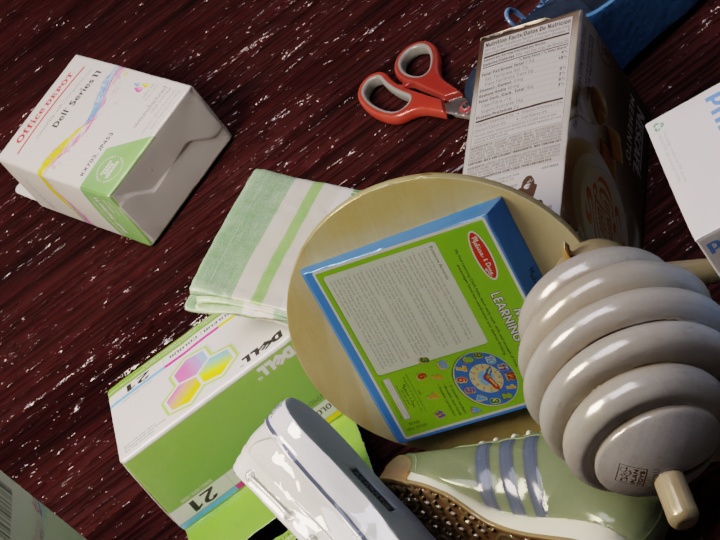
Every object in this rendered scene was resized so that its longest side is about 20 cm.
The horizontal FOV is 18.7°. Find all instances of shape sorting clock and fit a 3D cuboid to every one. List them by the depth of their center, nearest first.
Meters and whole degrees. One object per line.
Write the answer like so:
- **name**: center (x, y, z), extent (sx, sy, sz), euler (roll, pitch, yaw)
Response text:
- **shape sorting clock**: center (0.054, 0.028, 1.340), extent (0.199, 0.200, 0.039), euler (-19, 27, 23)

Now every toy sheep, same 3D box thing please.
- **toy sheep**: center (0.156, 0.059, 1.227), extent (0.138, 0.138, 0.200), euler (-31, 45, 12)

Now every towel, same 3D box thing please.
- **towel**: center (0.000, 0.000, 1.450), extent (0.199, 0.023, 0.153), euler (13, 40, 12)

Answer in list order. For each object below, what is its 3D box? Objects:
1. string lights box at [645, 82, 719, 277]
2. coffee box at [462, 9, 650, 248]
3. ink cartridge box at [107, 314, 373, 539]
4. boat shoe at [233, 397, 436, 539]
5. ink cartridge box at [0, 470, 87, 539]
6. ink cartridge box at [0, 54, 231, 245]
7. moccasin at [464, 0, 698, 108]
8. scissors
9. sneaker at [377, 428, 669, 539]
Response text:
- **string lights box**: center (0.238, -0.003, 1.223), extent (0.059, 0.200, 0.103), euler (-29, 41, 13)
- **coffee box**: center (0.128, -0.055, 1.425), extent (0.079, 0.114, 0.201), euler (-14, 45, 27)
- **ink cartridge box**: center (-0.080, 0.107, 1.436), extent (0.148, 0.076, 0.200), euler (-36, 25, 6)
- **boat shoe**: center (-0.008, 0.177, 1.314), extent (0.086, 0.075, 0.202), euler (-46, 75, 13)
- **ink cartridge box**: center (-0.242, 0.217, 1.401), extent (0.085, 0.200, 0.148), euler (-24, 42, 20)
- **ink cartridge box**: center (-0.213, -0.104, 1.770), extent (0.200, 0.067, 0.117), euler (18, 67, 46)
- **moccasin**: center (0.156, -0.168, 1.547), extent (0.199, 0.081, 0.068), euler (-31, 34, -10)
- **scissors**: center (0.068, -0.116, 1.607), extent (0.073, 0.014, 0.200), euler (-43, 41, -6)
- **sneaker**: center (0.108, 0.130, 1.317), extent (0.200, 0.067, 0.090), euler (13, 55, 44)
